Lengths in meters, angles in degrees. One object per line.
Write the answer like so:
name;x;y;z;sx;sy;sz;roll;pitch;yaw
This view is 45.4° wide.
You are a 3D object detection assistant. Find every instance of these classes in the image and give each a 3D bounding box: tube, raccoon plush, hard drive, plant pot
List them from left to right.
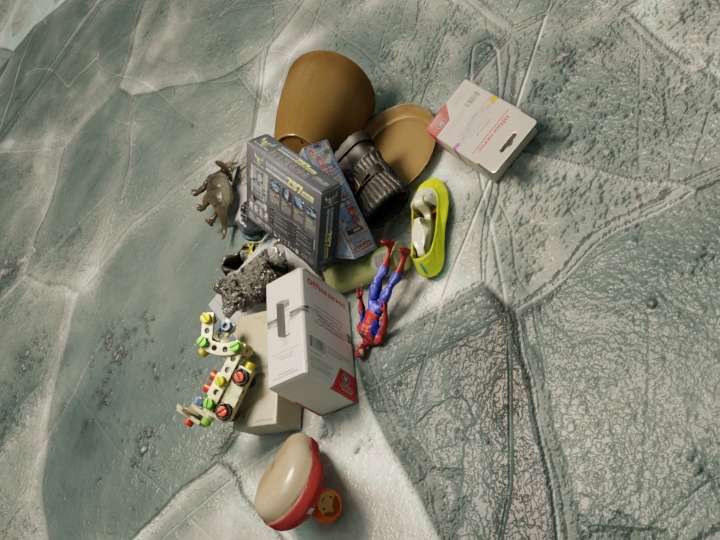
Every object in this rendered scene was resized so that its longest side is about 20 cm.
raccoon plush;-0.197;0.005;1.499;0.132;0.201;0.098;-19;61;-10
hard drive;-0.178;0.039;1.604;0.132;0.027;0.200;46;102;15
plant pot;-0.087;-0.278;1.613;0.184;0.187;0.202;-12;38;34
tube;0.000;0.000;1.521;0.198;0.058;0.053;-21;96;37
plant pot;0.063;-0.219;1.610;0.198;0.027;0.203;-20;54;29

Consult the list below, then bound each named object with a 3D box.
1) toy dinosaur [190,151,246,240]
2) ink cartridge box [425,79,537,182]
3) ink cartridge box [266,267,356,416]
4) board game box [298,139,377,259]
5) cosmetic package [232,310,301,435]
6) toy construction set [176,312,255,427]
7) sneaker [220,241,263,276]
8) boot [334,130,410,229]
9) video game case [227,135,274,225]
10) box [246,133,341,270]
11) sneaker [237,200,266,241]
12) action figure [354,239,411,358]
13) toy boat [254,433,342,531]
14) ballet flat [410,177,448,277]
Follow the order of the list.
toy dinosaur;-0.301;-0.160;1.807;0.102;0.076;0.202;-39;40;35
ink cartridge box;0.215;-0.231;1.463;0.117;0.067;0.200;-50;43;4
ink cartridge box;-0.083;0.119;1.444;0.083;0.144;0.203;-24;52;26
board game box;-0.066;-0.087;1.521;0.201;0.061;0.200;57;143;11
cosmetic package;-0.160;0.178;1.504;0.102;0.073;0.204;-15;64;31
toy construction set;-0.248;0.184;1.461;0.130;0.092;0.203;25;98;17
sneaker;-0.184;-0.021;1.653;0.198;0.084;0.075;-28;50;24
boot;-0.013;-0.127;1.553;0.212;0.079;0.159;-51;59;35
video game case;-0.202;-0.195;1.815;0.180;0.024;0.203;-6;62;37
box;-0.118;-0.119;1.471;0.051;0.160;0.199;-29;50;-35
sneaker;-0.196;-0.088;1.647;0.200;0.077;0.087;-71;6;-72
action figure;0.027;0.052;1.433;0.065;0.051;0.203;24;106;33
toy boat;-0.085;0.343;1.334;0.131;0.130;0.200;-55;2;-2
ballet flat;0.112;-0.086;1.461;0.066;0.067;0.203;-17;55;32
